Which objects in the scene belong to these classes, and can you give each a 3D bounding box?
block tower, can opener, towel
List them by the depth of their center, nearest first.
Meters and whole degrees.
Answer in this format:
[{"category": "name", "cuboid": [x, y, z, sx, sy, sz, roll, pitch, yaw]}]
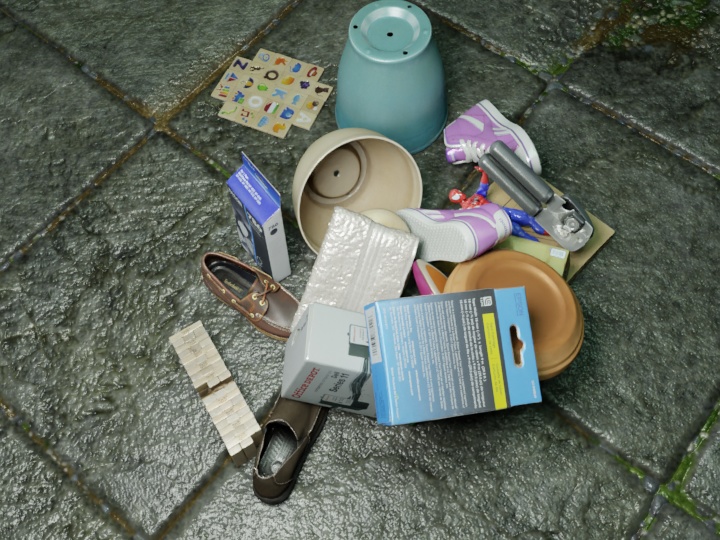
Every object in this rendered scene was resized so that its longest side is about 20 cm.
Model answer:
[{"category": "towel", "cuboid": [-0.010, 0.024, 1.189, 0.130, 0.035, 0.204, 20, 104, -5]}, {"category": "block tower", "cuboid": [-0.199, 0.171, 1.194, 0.053, 0.058, 0.202, -28, 64, -13]}, {"category": "can opener", "cuboid": [0.262, -0.112, 1.250, 0.200, 0.053, 0.067, 45, 34, 4]}]

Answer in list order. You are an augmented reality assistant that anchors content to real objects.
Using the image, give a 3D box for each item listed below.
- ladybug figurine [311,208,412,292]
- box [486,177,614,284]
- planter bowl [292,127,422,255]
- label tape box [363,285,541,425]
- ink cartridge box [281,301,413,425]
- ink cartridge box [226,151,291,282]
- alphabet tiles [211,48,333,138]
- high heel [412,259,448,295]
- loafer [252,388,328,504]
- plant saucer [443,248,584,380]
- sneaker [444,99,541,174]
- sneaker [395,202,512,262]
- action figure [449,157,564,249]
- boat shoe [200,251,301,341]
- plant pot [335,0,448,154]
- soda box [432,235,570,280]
[{"category": "ladybug figurine", "cuboid": [0.000, 0.000, 1.237, 0.134, 0.072, 0.202, 32, 103, -8]}, {"category": "box", "cuboid": [0.269, -0.065, 1.325, 0.163, 0.021, 0.199, -42, 66, -19]}, {"category": "planter bowl", "cuboid": [-0.021, -0.130, 1.294, 0.196, 0.204, 0.135, -22, 35, -11]}, {"category": "label tape box", "cuboid": [0.111, 0.103, 1.041, 0.195, 0.063, 0.148, -5, 82, -16]}, {"category": "ink cartridge box", "cuboid": [0.005, 0.127, 1.122, 0.195, 0.147, 0.085, 14, 59, -12]}, {"category": "ink cartridge box", "cuboid": [-0.149, -0.072, 1.246, 0.039, 0.202, 0.100, -32, 62, -19]}, {"category": "alphabet tiles", "cuboid": [-0.156, -0.314, 1.499, 0.196, 0.006, 0.169, 20, 63, 14]}, {"category": "high heel", "cuboid": [0.112, 0.087, 1.179, 0.202, 0.095, 0.067, 53, 32, 1]}, {"category": "loafer", "cuboid": [-0.092, 0.212, 1.154, 0.071, 0.072, 0.204, 12, 61, 10]}, {"category": "plant saucer", "cuboid": [0.207, 0.049, 1.126, 0.195, 0.038, 0.204, 7, 54, -9]}, {"category": "sneaker", "cuboid": [0.200, -0.186, 1.348, 0.113, 0.073, 0.201, -29, 38, -5]}, {"category": "sneaker", "cuboid": [0.136, -0.060, 1.212, 0.112, 0.074, 0.199, -23, 23, -26]}, {"category": "action figure", "cuboid": [0.223, -0.093, 1.278, 0.196, 0.100, 0.066, 23, 62, 19]}, {"category": "boat shoe", "cuboid": [-0.156, 0.037, 1.260, 0.197, 0.071, 0.071, 26, 63, 15]}, {"category": "plant pot", "cuboid": [0.051, -0.324, 1.389, 0.194, 0.189, 0.204, -1, 60, 1]}, {"category": "soda box", "cuboid": [0.205, -0.015, 1.254, 0.196, 0.068, 0.065, 17, 77, 19]}]
